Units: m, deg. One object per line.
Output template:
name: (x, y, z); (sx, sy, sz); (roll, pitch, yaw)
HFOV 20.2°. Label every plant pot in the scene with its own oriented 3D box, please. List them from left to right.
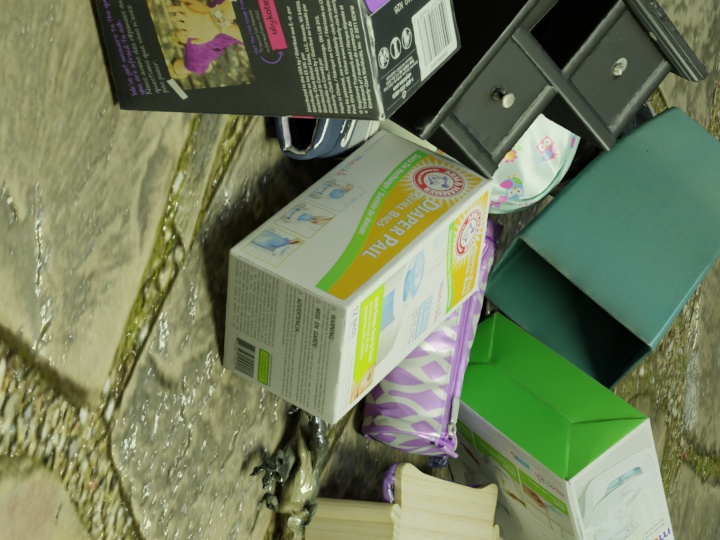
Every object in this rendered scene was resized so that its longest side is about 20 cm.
plant pot: (0.227, -0.030, 1.690); (0.200, 0.141, 0.141); (-48, 175, -20)

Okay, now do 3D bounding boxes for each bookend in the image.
bookend: (0.127, -0.140, 1.494); (0.200, 0.092, 0.199); (-50, 135, -4)

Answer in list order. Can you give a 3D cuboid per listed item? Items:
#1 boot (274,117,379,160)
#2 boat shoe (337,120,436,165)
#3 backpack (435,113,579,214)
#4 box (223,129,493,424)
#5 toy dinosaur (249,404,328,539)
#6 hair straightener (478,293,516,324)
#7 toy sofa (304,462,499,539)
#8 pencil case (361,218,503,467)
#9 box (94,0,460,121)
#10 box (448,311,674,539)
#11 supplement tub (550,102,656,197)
boot: (-0.018, -0.179, 1.484); (0.090, 0.073, 0.200); (-15, 108, -65)
boat shoe: (0.030, -0.144, 1.578); (0.074, 0.063, 0.202); (18, 94, -32)
backpack: (0.117, -0.147, 1.641); (0.127, 0.167, 0.200); (-65, 171, -83)
box: (0.000, 0.000, 1.471); (0.200, 0.101, 0.113); (-40, 147, -43)
toy dinosaur: (-0.043, 0.134, 1.524); (0.088, 0.047, 0.200); (50, 50, -70)
hair straightener: (0.153, 0.047, 1.825); (0.200, 0.077, 0.041); (26, 70, -59)
toy sofa: (0.035, 0.210, 1.638); (0.200, 0.083, 0.098); (21, 72, -60)
pencil case: (0.058, 0.055, 1.649); (0.084, 0.085, 0.200); (21, 74, -41)
box: (-0.054, -0.168, 1.291); (0.122, 0.200, 0.106); (-45, 132, -49)
box: (0.158, 0.164, 1.710); (0.097, 0.200, 0.177); (-35, 132, -18)
supplement tub: (0.184, -0.127, 1.805); (0.200, 0.122, 0.123); (19, 79, -61)
